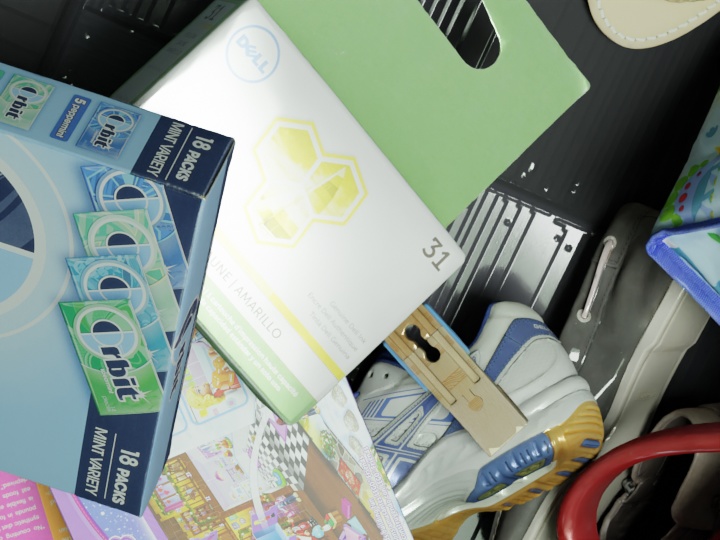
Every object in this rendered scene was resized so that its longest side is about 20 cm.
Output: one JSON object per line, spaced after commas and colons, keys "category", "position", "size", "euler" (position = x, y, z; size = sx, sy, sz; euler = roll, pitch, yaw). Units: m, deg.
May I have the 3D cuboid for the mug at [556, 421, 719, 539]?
{"category": "mug", "position": [0.181, 0.145, 1.011], "size": [0.177, 0.134, 0.200], "euler": [34, 124, -8]}

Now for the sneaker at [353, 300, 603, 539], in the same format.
{"category": "sneaker", "position": [0.015, 0.088, 1.087], "size": [0.199, 0.089, 0.075], "euler": [-29, 158, 11]}

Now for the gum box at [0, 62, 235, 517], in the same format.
{"category": "gum box", "position": [-0.161, -0.005, 0.899], "size": [0.199, 0.045, 0.171], "euler": [18, 129, 3]}

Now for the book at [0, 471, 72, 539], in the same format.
{"category": "book", "position": [-0.145, 0.060, 1.033], "size": [0.133, 0.048, 0.201], "euler": [-17, 110, -11]}

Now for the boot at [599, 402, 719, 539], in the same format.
{"category": "boot", "position": [0.207, 0.085, 1.124], "size": [0.145, 0.070, 0.201], "euler": [12, 114, -36]}

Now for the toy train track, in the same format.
{"category": "toy train track", "position": [0.000, 0.000, 1.037], "size": [0.115, 0.033, 0.200], "euler": [-43, 87, 6]}

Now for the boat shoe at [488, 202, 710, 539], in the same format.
{"category": "boat shoe", "position": [0.108, 0.061, 1.115], "size": [0.067, 0.057, 0.201], "euler": [9, 112, -57]}

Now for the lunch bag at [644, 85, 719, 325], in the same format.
{"category": "lunch bag", "position": [0.246, -0.020, 1.054], "size": [0.200, 0.127, 0.171], "euler": [41, 56, -20]}

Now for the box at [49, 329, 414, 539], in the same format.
{"category": "box", "position": [-0.066, 0.078, 1.004], "size": [0.136, 0.039, 0.201], "euler": [-23, 103, -2]}

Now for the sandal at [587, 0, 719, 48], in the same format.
{"category": "sandal", "position": [0.176, -0.166, 1.007], "size": [0.078, 0.070, 0.212], "euler": [39, 115, -17]}

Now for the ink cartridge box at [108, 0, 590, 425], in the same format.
{"category": "ink cartridge box", "position": [-0.007, -0.058, 0.946], "size": [0.200, 0.048, 0.146], "euler": [-43, 110, -7]}
